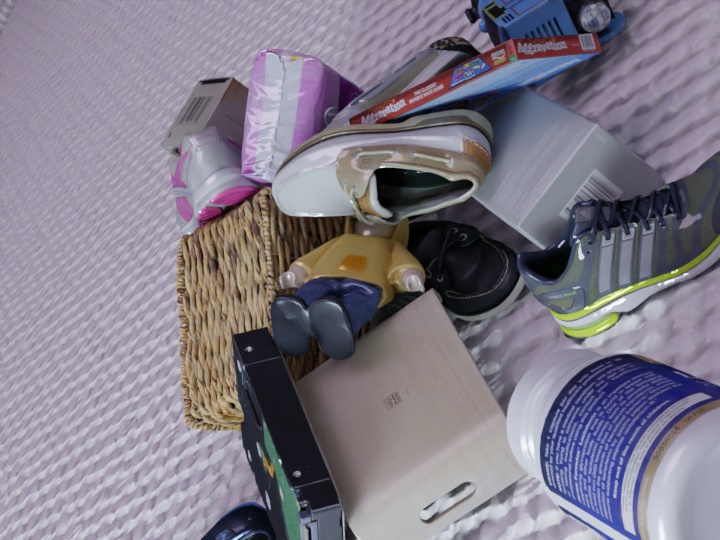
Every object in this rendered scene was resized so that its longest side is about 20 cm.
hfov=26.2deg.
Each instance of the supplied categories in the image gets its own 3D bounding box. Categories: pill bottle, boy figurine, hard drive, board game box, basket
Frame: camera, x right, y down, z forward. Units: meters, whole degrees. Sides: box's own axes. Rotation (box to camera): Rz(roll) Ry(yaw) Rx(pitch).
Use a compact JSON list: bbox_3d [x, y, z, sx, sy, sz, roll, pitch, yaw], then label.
[{"bbox_3d":[0.178,0.115,0.957,0.116,0.116,0.200,-58,26,-4],"label":"pill bottle"},{"bbox_3d":[0.000,0.000,1.293,0.124,0.065,0.200,4,32,23],"label":"boy figurine"},{"bbox_3d":[-0.057,0.160,1.233,0.200,0.038,0.140,-116,18,-46],"label":"hard drive"},{"bbox_3d":[0.091,-0.152,1.272,0.200,0.103,0.019,-20,83,48],"label":"board game box"},{"bbox_3d":[-0.073,0.044,1.436,0.149,0.143,0.200,-27,61,43],"label":"basket"}]

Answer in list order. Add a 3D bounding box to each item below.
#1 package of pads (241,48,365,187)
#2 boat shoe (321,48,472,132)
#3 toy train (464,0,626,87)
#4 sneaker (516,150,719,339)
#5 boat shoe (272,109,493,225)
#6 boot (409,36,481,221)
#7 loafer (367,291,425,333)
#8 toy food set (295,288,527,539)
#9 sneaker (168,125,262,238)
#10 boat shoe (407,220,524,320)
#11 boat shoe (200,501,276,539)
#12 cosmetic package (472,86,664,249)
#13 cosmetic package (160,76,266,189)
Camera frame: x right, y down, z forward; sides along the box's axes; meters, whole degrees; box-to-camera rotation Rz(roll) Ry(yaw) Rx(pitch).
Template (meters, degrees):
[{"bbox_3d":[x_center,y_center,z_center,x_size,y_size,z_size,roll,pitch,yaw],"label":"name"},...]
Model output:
[{"bbox_3d":[-0.043,-0.128,1.460,0.076,0.200,0.121,9,87,20],"label":"package of pads"},{"bbox_3d":[0.020,-0.136,1.390,0.202,0.074,0.065,-42,42,-24],"label":"boat shoe"},{"bbox_3d":[0.162,-0.246,1.419,0.114,0.087,0.200,-29,29,2],"label":"toy train"},{"bbox_3d":[0.198,-0.025,1.128,0.200,0.081,0.074,-41,30,30],"label":"sneaker"},{"bbox_3d":[0.012,-0.077,1.277,0.200,0.075,0.068,-15,43,25],"label":"boat shoe"},{"bbox_3d":[0.065,-0.141,1.517,0.204,0.073,0.154,-47,24,5],"label":"boot"},{"bbox_3d":[0.014,0.113,1.324,0.200,0.075,0.070,-63,-4,-16],"label":"loafer"},{"bbox_3d":[0.038,0.118,1.217,0.143,0.060,0.200,-34,41,5],"label":"toy food set"},{"bbox_3d":[-0.143,-0.088,1.499,0.081,0.088,0.200,-18,-7,-17],"label":"sneaker"},{"bbox_3d":[0.073,-0.010,1.349,0.075,0.066,0.199,-57,25,-1],"label":"boat shoe"},{"bbox_3d":[-0.149,0.291,1.366,0.200,0.084,0.069,-59,14,0],"label":"boat shoe"},{"bbox_3d":[0.150,-0.082,1.281,0.107,0.090,0.200,-52,22,6],"label":"cosmetic package"},{"bbox_3d":[-0.094,-0.111,1.612,0.087,0.200,0.103,-60,27,-11],"label":"cosmetic package"}]
